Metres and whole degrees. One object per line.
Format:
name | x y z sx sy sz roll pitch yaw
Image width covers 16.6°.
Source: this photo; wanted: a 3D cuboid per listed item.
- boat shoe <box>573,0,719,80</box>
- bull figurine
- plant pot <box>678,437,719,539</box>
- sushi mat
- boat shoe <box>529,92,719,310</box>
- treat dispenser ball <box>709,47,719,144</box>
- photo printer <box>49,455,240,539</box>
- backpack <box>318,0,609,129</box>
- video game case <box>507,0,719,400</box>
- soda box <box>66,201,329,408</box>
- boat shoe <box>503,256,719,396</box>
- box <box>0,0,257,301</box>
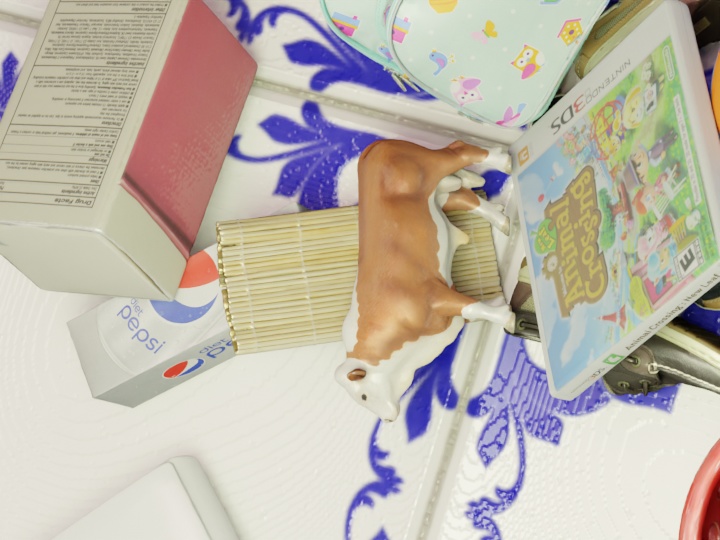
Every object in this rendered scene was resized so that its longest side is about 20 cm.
boat shoe | 0.227 -0.195 1.682 0.199 0.072 0.076 -32 49 4
bull figurine | 0.043 0.002 1.668 0.120 0.065 0.202 0 72 1
plant pot | 0.310 0.178 1.517 0.199 0.182 0.202 -4 78 20
sushi mat | 0.000 0.000 1.709 0.198 0.012 0.096 -8 77 -14
boat shoe | 0.188 -0.053 1.674 0.075 0.062 0.200 -47 66 10
treat dispenser ball | 0.320 -0.106 1.556 0.199 0.201 0.203 -4 79 21
photo printer | -0.140 0.257 1.742 0.166 0.069 0.201 -33 70 13
backpack | 0.066 -0.203 1.648 0.199 0.154 0.176 25 116 -13
video game case | 0.167 -0.045 1.594 0.182 0.022 0.201 -44 43 43
soda box | -0.107 0.027 1.772 0.199 0.068 0.064 -27 72 16
boat shoe | 0.185 0.054 1.656 0.199 0.073 0.065 27 96 33
box | -0.176 -0.092 1.762 0.127 0.109 0.201 5 65 32
